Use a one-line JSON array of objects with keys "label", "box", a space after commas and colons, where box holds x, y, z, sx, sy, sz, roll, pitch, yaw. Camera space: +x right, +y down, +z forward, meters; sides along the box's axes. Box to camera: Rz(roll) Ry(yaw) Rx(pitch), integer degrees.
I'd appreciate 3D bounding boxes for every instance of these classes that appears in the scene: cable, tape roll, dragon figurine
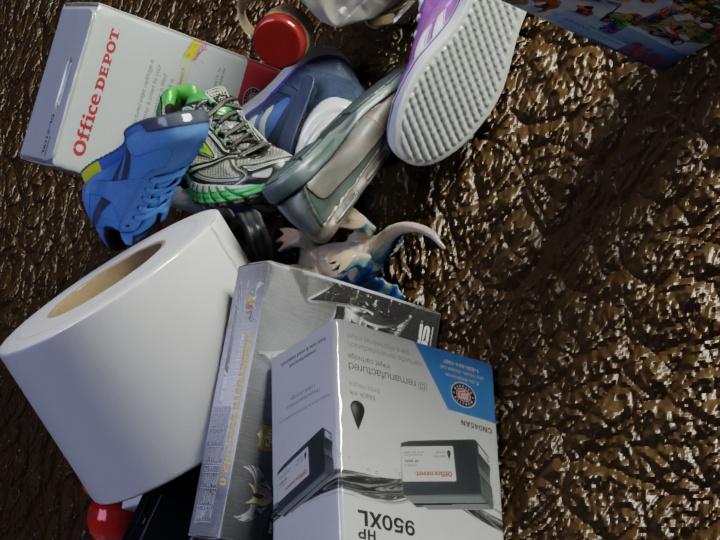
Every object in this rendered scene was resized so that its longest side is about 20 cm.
[{"label": "cable", "box": [-0.091, -0.025, 1.594, 0.200, 0.050, 0.098, 125, 133, -68]}, {"label": "tape roll", "box": [-0.157, 0.064, 1.479, 0.202, 0.140, 0.203, -31, 11, 7]}, {"label": "dragon figurine", "box": [0.000, 0.000, 1.501, 0.199, 0.099, 0.059, -19, 56, 30]}]

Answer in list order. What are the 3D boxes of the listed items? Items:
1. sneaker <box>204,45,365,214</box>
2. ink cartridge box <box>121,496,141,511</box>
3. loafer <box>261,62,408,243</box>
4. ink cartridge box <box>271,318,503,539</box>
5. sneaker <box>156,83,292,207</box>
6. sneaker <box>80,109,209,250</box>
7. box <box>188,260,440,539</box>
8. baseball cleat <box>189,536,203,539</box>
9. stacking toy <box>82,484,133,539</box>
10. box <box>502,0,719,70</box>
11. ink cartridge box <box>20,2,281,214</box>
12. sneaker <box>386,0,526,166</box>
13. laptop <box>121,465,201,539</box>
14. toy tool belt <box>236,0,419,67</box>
[{"label": "sneaker", "box": [-0.062, -0.079, 1.613, 0.200, 0.080, 0.147, -47, 36, 26]}, {"label": "ink cartridge box", "box": [-0.141, 0.145, 1.644, 0.116, 0.067, 0.202, -19, 60, 53]}, {"label": "loafer", "box": [-0.001, -0.090, 1.483, 0.072, 0.063, 0.200, -27, 13, 48]}, {"label": "ink cartridge box", "box": [0.019, 0.153, 1.320, 0.084, 0.144, 0.202, -33, 50, 45]}, {"label": "sneaker", "box": [-0.116, -0.102, 1.570, 0.199, 0.077, 0.086, 23, 116, 49]}, {"label": "sneaker", "box": [-0.164, -0.070, 1.537, 0.200, 0.065, 0.079, -30, 70, 58]}, {"label": "box", "box": [-0.030, 0.109, 1.405, 0.048, 0.157, 0.202, -7, 69, 55]}, {"label": "baseball cleat", "box": [-0.096, 0.263, 1.428, 0.069, 0.106, 0.202, -2, 84, 42]}, {"label": "stacking toy", "box": [-0.228, 0.151, 1.721, 0.085, 0.085, 0.202, 22, 119, 58]}, {"label": "box", "box": [0.161, -0.196, 1.210, 0.136, 0.199, 0.038, -25, 54, 50]}, {"label": "ink cartridge box", "box": [-0.183, -0.139, 1.717, 0.083, 0.199, 0.147, 15, 88, 58]}, {"label": "sneaker", "box": [0.066, -0.177, 1.481, 0.202, 0.072, 0.114, -62, 29, -1]}, {"label": "laptop", "box": [-0.107, 0.261, 1.503, 0.178, 0.199, 0.103, -64, -3, 13]}, {"label": "toy tool belt", "box": [-0.002, -0.256, 1.591, 0.200, 0.125, 0.123, -42, 9, 31]}]
